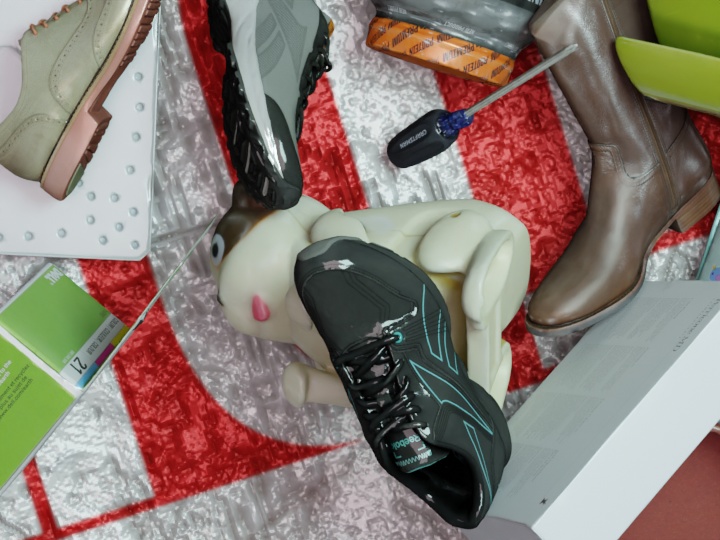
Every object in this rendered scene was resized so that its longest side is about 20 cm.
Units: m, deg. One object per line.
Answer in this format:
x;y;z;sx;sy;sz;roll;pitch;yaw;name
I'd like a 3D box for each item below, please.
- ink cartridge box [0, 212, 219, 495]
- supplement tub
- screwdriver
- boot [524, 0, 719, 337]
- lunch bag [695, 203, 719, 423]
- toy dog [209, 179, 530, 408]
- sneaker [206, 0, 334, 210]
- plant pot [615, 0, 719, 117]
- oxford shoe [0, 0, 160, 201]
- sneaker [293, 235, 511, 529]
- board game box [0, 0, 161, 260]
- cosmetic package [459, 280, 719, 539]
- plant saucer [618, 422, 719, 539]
-0.184;0.033;1.381;0.076;0.148;0.200;38;104;-3;ink cartridge box
0.076;-0.225;1.405;0.122;0.123;0.201;16;93;-3;supplement tub
0.076;-0.101;1.387;0.028;0.200;0.029;23;67;-24;screwdriver
0.138;-0.084;1.388;0.186;0.064;0.201;-44;126;-29;boot
0.278;0.017;1.411;0.077;0.160;0.201;19;92;-26;lunch bag
0.000;0.000;1.401;0.199;0.195;0.140;8;137;13;toy dog
-0.051;-0.129;1.397;0.079;0.074;0.201;-1;58;-11;sneaker
0.284;-0.170;1.346;0.199;0.198;0.183;9;98;-46;plant pot
-0.177;-0.148;1.403;0.073;0.071;0.201;25;92;0;oxford shoe
0.028;0.065;1.283;0.075;0.079;0.200;-25;118;25;sneaker
-0.232;-0.112;1.451;0.199;0.026;0.201;3;94;-2;board game box
0.152;0.092;1.348;0.052;0.151;0.200;46;76;-11;cosmetic package
0.212;0.182;1.414;0.200;0.037;0.199;38;127;-25;plant saucer
